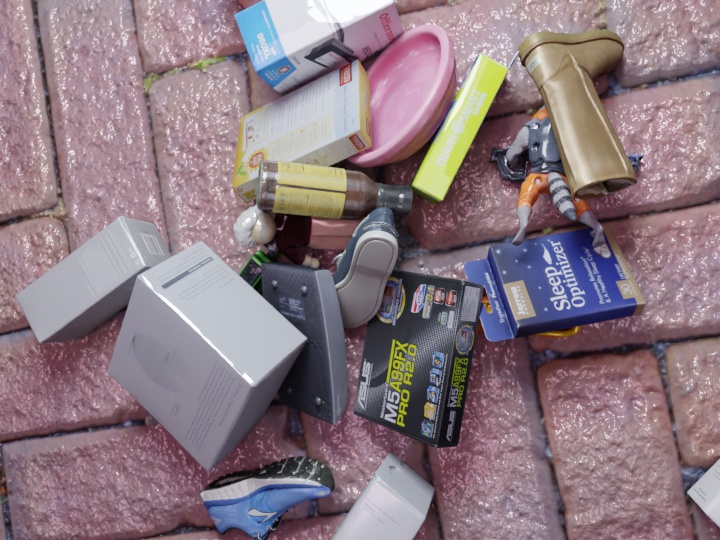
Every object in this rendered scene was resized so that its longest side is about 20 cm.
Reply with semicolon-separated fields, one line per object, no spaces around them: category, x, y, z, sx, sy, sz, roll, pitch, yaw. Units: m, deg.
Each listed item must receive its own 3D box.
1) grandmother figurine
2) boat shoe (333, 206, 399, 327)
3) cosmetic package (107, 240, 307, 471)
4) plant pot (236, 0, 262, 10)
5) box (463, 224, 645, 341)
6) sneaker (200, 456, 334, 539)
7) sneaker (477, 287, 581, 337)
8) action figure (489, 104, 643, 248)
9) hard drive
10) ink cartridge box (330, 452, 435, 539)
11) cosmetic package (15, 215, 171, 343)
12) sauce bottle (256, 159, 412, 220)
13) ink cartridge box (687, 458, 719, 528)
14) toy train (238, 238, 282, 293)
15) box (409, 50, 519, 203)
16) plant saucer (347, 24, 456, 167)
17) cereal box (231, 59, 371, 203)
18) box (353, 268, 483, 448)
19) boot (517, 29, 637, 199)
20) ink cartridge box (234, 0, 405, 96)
grandmother figurine;-0.070;-0.059;0.938;0.195;0.060;0.125;-3;98;-17
boat shoe;0.000;0.000;0.914;0.073;0.202;0.063;14;49;-5
cosmetic package;-0.204;0.113;0.931;0.199;0.123;0.201;41;129;11
plant pot;-0.093;-0.445;0.942;0.193;0.200;0.204;-31;83;17
box;0.237;0.014;0.881;0.195;0.033;0.123;-11;57;-4
sneaker;-0.122;0.319;0.980;0.196;0.078;0.091;-17;92;19
sneaker;0.189;0.050;0.919;0.195;0.077;0.075;-1;90;13
action figure;0.266;-0.130;0.888;0.194;0.105;0.198;-4;68;6
hard drive;-0.072;0.090;0.940;0.133;0.042;0.205;8;109;47
ink cartridge box;0.007;0.353;0.910;0.084;0.144;0.203;32;95;10
cosmetic package;-0.376;0.017;1.018;0.197;0.107;0.092;-31;83;7
sauce bottle;-0.032;-0.096;0.891;0.195;0.065;0.067;7;89;-14
ink cartridge box;0.521;0.257;0.842;0.147;0.083;0.201;43;97;9
toy train;-0.108;-0.049;0.991;0.041;0.056;0.202;37;96;10
box;0.129;-0.187;0.912;0.047;0.122;0.203;27;94;-1
plant saucer;0.054;-0.218;0.919;0.050;0.200;0.203;30;96;-31
cereal box;-0.078;-0.186;0.943;0.196;0.040;0.146;-19;48;22
box;0.071;0.106;0.914;0.158;0.044;0.205;10;91;48
boot;0.286;-0.190;0.863;0.171;0.066;0.204;-10;70;-25
ink cartridge box;-0.046;-0.322;0.941;0.196;0.144;0.086;-23;85;10
